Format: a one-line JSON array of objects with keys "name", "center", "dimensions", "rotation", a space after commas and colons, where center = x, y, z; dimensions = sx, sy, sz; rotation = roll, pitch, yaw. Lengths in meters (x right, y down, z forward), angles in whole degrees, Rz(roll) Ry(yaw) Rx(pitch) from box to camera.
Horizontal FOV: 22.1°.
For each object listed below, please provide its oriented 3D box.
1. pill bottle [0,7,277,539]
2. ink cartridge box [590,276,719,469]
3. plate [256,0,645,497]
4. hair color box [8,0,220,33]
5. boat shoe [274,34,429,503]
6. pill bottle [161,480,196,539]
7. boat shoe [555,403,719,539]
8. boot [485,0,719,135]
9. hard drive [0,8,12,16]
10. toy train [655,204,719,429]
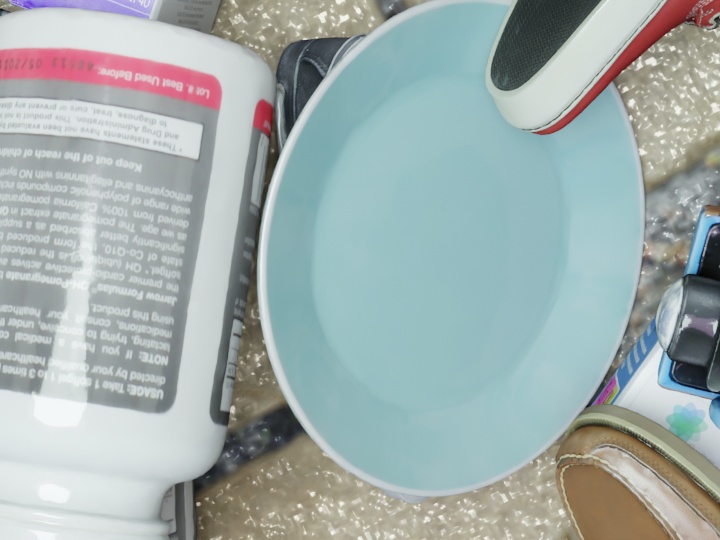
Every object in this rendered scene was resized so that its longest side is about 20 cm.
[{"name": "pill bottle", "center": [-0.097, 0.015, 0.667], "dimensions": [0.110, 0.111, 0.201], "rotation": [8, 84, 6]}, {"name": "ink cartridge box", "center": [0.198, 0.028, 0.749], "dimensions": [0.136, 0.076, 0.200], "rotation": [34, 101, 1]}, {"name": "plate", "center": [0.036, -0.010, 0.738], "dimensions": [0.199, 0.026, 0.201], "rotation": [-8, 103, -37]}, {"name": "hair color box", "center": [-0.069, -0.191, 0.736], "dimensions": [0.065, 0.109, 0.201], "rotation": [22, 99, 5]}, {"name": "boat shoe", "center": [0.000, 0.000, 0.776], "dimensions": [0.068, 0.072, 0.201], "rotation": [7, 115, 39]}, {"name": "pill bottle", "center": [-0.125, 0.101, 0.776], "dimensions": [0.113, 0.114, 0.201], "rotation": [0, 96, 7]}, {"name": "boat shoe", "center": [0.131, 0.145, 0.696], "dimensions": [0.068, 0.072, 0.200], "rotation": [-40, 98, -29]}, {"name": "boot", "center": [0.153, -0.106, 0.720], "dimensions": [0.144, 0.072, 0.200], "rotation": [39, 94, -31]}, {"name": "hard drive", "center": [-0.195, -0.018, 0.762], "dimensions": [0.033, 0.139, 0.201], "rotation": [8, 100, -30]}, {"name": "toy train", "center": [0.203, 0.030, 0.654], "dimensions": [0.199, 0.114, 0.087], "rotation": [12, 106, 4]}]
